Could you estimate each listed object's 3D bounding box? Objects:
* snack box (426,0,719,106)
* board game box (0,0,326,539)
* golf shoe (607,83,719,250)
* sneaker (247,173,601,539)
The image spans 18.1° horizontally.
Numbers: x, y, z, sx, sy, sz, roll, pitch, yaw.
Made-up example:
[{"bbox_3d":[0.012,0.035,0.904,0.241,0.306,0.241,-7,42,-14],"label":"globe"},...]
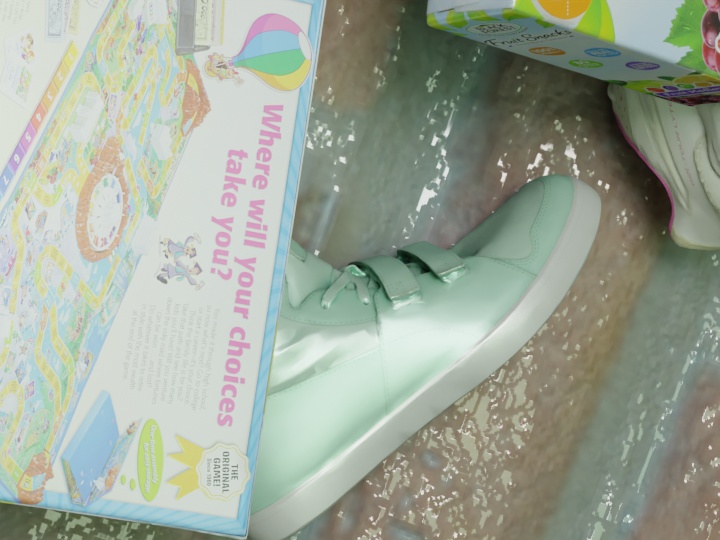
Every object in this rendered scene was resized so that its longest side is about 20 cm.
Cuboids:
[{"bbox_3d":[0.101,-0.174,0.824,0.141,0.053,0.202,11,82,-37],"label":"snack box"},{"bbox_3d":[-0.092,-0.013,0.810,0.133,0.034,0.202,11,83,-18],"label":"board game box"},{"bbox_3d":[0.124,-0.099,0.931,0.075,0.091,0.201,-14,75,-34],"label":"golf shoe"},{"bbox_3d":[0.000,0.000,0.892,0.200,0.074,0.119,-41,103,-14],"label":"sneaker"}]
